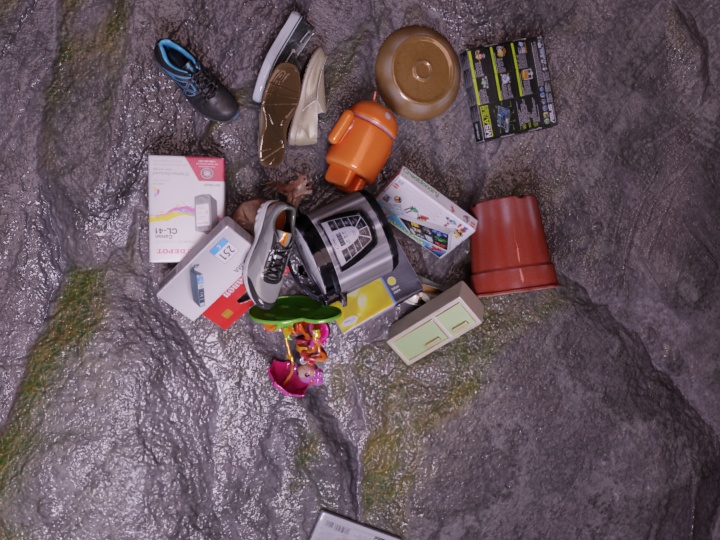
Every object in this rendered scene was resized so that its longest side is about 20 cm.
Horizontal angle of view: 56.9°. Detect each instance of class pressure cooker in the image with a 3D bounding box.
[{"bbox_3d":[-0.044,-0.038,1.268,0.197,0.176,0.181,-25,126,-11],"label":"pressure cooker"}]

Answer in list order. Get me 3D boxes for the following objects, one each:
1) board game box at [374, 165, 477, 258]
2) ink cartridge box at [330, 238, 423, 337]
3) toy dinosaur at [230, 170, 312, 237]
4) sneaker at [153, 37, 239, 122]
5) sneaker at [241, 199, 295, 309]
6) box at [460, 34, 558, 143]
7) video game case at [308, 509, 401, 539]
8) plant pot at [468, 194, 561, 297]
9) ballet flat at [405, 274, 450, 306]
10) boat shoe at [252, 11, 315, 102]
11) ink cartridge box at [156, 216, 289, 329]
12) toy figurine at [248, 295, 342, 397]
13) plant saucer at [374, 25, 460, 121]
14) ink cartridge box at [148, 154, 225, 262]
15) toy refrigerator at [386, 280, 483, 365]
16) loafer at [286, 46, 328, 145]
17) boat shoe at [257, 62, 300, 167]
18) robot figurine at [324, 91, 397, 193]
[{"bbox_3d":[0.130,-0.117,1.388,0.199,0.126,0.035,34,51,-13],"label":"board game box"},{"bbox_3d":[0.000,0.000,1.370,0.196,0.047,0.202,-29,82,-11],"label":"ink cartridge box"},{"bbox_3d":[-0.192,-0.118,1.318,0.197,0.086,0.138,-13,95,-22],"label":"toy dinosaur"},{"bbox_3d":[-0.319,-0.364,1.283,0.199,0.082,0.074,39,82,-14],"label":"sneaker"},{"bbox_3d":[-0.160,-0.031,1.201,0.073,0.079,0.204,12,82,-39],"label":"sneaker"},{"bbox_3d":[0.329,-0.399,1.465,0.190,0.047,0.204,-14,97,-11],"label":"box"},{"bbox_3d":[-0.032,0.636,1.438,0.198,0.022,0.185,25,87,-15],"label":"video game case"},{"bbox_3d":[0.315,-0.050,1.413,0.197,0.201,0.199,-6,86,-14],"label":"plant pot"},{"bbox_3d":[0.131,0.050,1.422,0.197,0.064,0.068,14,116,-16],"label":"ballet flat"},{"bbox_3d":[-0.149,-0.419,1.327,0.070,0.072,0.202,27,84,-10],"label":"boat shoe"},{"bbox_3d":[-0.258,0.021,1.273,0.200,0.045,0.176,-41,122,14],"label":"ink cartridge box"},{"bbox_3d":[-0.120,0.164,1.327,0.197,0.150,0.187,4,108,27],"label":"toy figurine"},{"bbox_3d":[0.129,-0.425,1.417,0.196,0.035,0.204,-1,93,-14],"label":"plant saucer"},{"bbox_3d":[-0.336,-0.118,1.289,0.145,0.086,0.204,-1,93,-14],"label":"ink cartridge box"},{"bbox_3d":[0.153,0.113,1.376,0.199,0.070,0.076,-35,107,29],"label":"toy refrigerator"},{"bbox_3d":[-0.097,-0.348,1.348,0.067,0.076,0.203,14,99,-16],"label":"loafer"},{"bbox_3d":[-0.167,-0.308,1.309,0.071,0.065,0.203,5,110,-22],"label":"boat shoe"},{"bbox_3d":[0.003,-0.258,1.352,0.142,0.117,0.202,28,86,-14],"label":"robot figurine"}]
